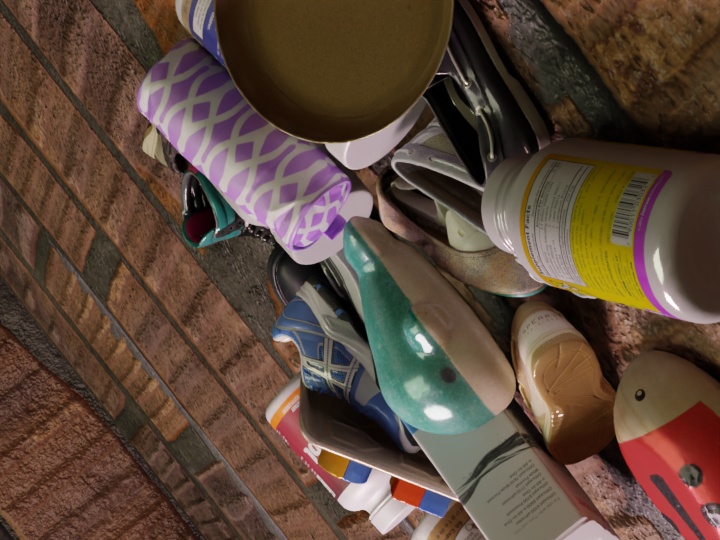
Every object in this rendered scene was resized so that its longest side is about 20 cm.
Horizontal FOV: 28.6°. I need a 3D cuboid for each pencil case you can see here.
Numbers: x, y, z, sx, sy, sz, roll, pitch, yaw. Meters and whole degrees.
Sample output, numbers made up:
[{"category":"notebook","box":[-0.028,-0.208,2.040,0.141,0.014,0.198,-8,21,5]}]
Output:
[{"category":"pencil case","box":[-0.097,-0.103,1.162,0.200,0.084,0.086,44,172,15]}]

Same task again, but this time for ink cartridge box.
[{"category":"ink cartridge box","box":[0.129,0.178,1.261,0.200,0.084,0.145,53,-174,28]}]

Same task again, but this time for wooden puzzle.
[{"category":"wooden puzzle","box":[0.022,0.181,1.386,0.199,0.047,0.185,27,-172,-6]}]

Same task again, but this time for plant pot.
[{"category":"plant pot","box":[-0.017,-0.193,1.022,0.199,0.027,0.202,5,100,28]}]

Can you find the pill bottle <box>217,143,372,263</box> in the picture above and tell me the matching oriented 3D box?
[{"category":"pill bottle","box":[-0.083,-0.106,1.274,0.200,0.114,0.115,49,159,24]}]

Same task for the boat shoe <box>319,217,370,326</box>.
[{"category":"boat shoe","box":[0.000,0.000,1.376,0.200,0.072,0.068,53,165,-12]}]

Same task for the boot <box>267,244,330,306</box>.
[{"category":"boot","box":[0.002,0.062,1.459,0.168,0.076,0.201,32,158,49]}]

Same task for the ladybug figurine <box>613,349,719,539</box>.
[{"category":"ladybug figurine","box":[0.262,0.154,1.078,0.200,0.072,0.136,51,159,3]}]

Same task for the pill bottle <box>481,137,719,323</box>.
[{"category":"pill bottle","box":[0.168,-0.032,0.933,0.200,0.104,0.105,17,140,57]}]

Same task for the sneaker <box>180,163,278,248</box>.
[{"category":"sneaker","box":[-0.122,-0.049,1.480,0.083,0.121,0.201,14,138,57]}]

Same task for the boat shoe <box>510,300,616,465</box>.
[{"category":"boat shoe","box":[0.170,0.092,1.189,0.069,0.073,0.200,62,176,38]}]

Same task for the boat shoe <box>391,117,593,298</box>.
[{"category":"boat shoe","box":[0.112,-0.042,1.086,0.202,0.065,0.075,44,158,21]}]

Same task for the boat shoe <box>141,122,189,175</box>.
[{"category":"boat shoe","box":[-0.189,-0.161,1.527,0.065,0.073,0.200,40,162,0]}]

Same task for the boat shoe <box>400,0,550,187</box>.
[{"category":"boat shoe","box":[0.058,-0.150,1.028,0.200,0.063,0.073,54,161,-1]}]

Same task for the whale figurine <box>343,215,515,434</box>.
[{"category":"whale figurine","box":[0.040,0.048,1.168,0.200,0.104,0.159,51,-176,1]}]

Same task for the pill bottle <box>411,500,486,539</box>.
[{"category":"pill bottle","box":[0.158,0.327,1.509,0.200,0.114,0.115,40,156,29]}]

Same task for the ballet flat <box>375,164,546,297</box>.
[{"category":"ballet flat","box":[0.076,-0.039,1.166,0.200,0.068,0.068,28,146,45]}]

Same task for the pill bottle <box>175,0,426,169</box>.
[{"category":"pill bottle","box":[-0.044,-0.179,1.121,0.200,0.116,0.116,45,158,19]}]

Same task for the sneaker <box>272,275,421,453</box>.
[{"category":"sneaker","box":[-0.007,0.101,1.370,0.200,0.077,0.076,51,-171,20]}]

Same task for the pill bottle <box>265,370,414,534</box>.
[{"category":"pill bottle","box":[-0.009,0.206,1.665,0.200,0.113,0.113,46,158,13]}]
